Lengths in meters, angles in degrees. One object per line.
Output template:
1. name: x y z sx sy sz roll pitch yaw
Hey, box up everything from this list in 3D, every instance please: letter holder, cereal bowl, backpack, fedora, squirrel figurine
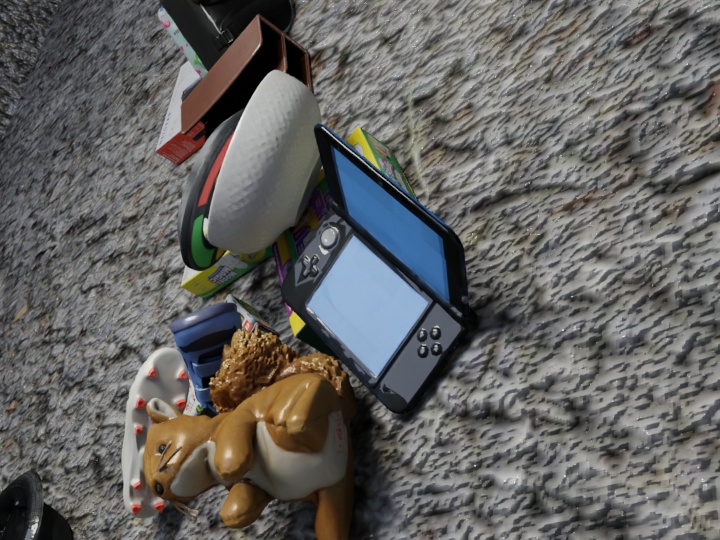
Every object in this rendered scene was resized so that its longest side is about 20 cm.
1. letter holder: -0.170 -0.244 1.363 0.199 0.100 0.144 -41 38 28
2. cereal bowl: -0.091 -0.107 1.007 0.200 0.082 0.203 23 -91 -89
3. backpack: -0.209 -0.412 1.471 0.149 0.179 0.200 -22 20 48
4. fedora: -0.450 0.375 1.258 0.199 0.091 0.203 -35 39 34
5. squirrel figurine: -0.103 0.149 0.861 0.183 0.144 0.201 -8 32 15

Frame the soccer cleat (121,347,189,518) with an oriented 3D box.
1. soccer cleat: -0.242 0.182 1.058 0.077 0.068 0.204 27 109 63

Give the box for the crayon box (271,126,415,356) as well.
1. crayon box: -0.016 -0.037 1.009 0.173 0.058 0.201 -47 33 18

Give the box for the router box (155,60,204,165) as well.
1. router box: -0.268 -0.307 1.601 0.178 0.048 0.203 -26 45 42

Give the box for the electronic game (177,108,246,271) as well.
1. electronic game: -0.160 -0.095 1.097 0.200 0.041 0.203 23 -91 -81

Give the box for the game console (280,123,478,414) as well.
1. game console: 0.000 0.000 0.834 0.200 0.118 0.172 42 102 33

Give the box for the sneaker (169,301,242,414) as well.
1. sneaker: -0.150 0.095 0.973 0.073 0.201 0.084 -17 69 -8

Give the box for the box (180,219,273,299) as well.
1. box: -0.161 -0.054 1.243 0.199 0.048 0.119 -32 40 41

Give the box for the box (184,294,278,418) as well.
1. box: -0.181 0.138 1.123 0.202 0.034 0.110 -59 31 1
